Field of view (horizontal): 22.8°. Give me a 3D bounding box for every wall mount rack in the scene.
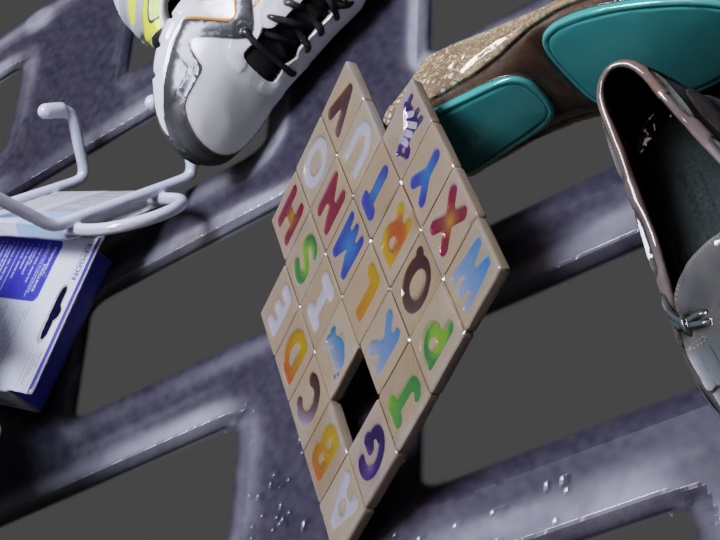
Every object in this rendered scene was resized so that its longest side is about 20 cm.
[{"bbox_3d":[-0.195,-0.053,0.992,0.200,0.174,0.075,2,108,48],"label":"wall mount rack"}]

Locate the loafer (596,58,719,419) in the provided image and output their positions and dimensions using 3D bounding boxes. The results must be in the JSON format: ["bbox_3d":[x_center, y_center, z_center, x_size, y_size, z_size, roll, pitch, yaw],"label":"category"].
[{"bbox_3d":[0.133,-0.005,0.667,0.072,0.063,0.200,-40,39,19],"label":"loafer"}]

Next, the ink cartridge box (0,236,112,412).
[{"bbox_3d":[-0.209,0.027,1.042,0.200,0.039,0.100,5,67,51],"label":"ink cartridge box"}]

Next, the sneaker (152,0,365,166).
[{"bbox_3d":[-0.041,-0.145,0.960,0.080,0.074,0.200,18,77,50],"label":"sneaker"}]

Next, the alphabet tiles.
[{"bbox_3d":[0.000,0.000,0.802,0.167,0.008,0.200,-63,30,31],"label":"alphabet tiles"}]

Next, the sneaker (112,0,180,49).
[{"bbox_3d":[-0.066,-0.208,1.046,0.200,0.075,0.076,-53,43,20],"label":"sneaker"}]

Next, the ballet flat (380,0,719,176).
[{"bbox_3d":[0.092,-0.098,0.785,0.200,0.071,0.065,-18,39,36],"label":"ballet flat"}]
